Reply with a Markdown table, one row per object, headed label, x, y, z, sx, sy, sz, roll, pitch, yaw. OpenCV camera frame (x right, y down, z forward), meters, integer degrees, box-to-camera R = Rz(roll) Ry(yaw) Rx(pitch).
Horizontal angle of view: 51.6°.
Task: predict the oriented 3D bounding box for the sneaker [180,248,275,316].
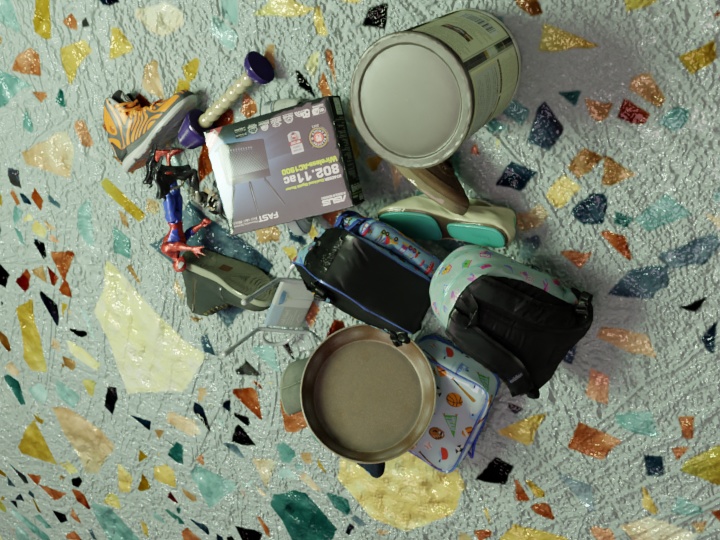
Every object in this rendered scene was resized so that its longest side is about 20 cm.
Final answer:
| label | x | y | z | sx | sy | sz | roll | pitch | yaw |
| --- | --- | --- | --- | --- | --- | --- | --- | --- | --- |
| sneaker | -0.224 | 0.042 | 1.279 | 0.198 | 0.075 | 0.108 | 25 | 129 | 28 |

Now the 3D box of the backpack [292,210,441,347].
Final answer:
| label | x | y | z | sx | sy | sz | roll | pitch | yaw |
| --- | --- | --- | --- | --- | --- | --- | --- | --- | --- |
| backpack | 0.000 | 0.000 | 1.071 | 0.181 | 0.200 | 0.136 | 31 | 87 | -23 |

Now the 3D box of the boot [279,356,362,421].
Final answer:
| label | x | y | z | sx | sy | sz | roll | pitch | yaw |
| --- | --- | --- | --- | --- | --- | --- | --- | --- | --- |
| boot | -0.054 | 0.197 | 1.202 | 0.198 | 0.183 | 0.073 | -22 | 128 | 29 |

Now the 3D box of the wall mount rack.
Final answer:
| label | x | y | z | sx | sy | sz | roll | pitch | yaw |
| --- | --- | --- | --- | --- | --- | --- | --- | --- | --- |
| wall mount rack | -0.129 | 0.073 | 1.182 | 0.202 | 0.171 | 0.075 | -64 | 34 | 35 |

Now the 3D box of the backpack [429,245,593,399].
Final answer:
| label | x | y | z | sx | sy | sz | roll | pitch | yaw |
| --- | --- | --- | --- | --- | --- | --- | --- | --- | --- |
| backpack | 0.185 | 0.057 | 0.978 | 0.198 | 0.127 | 0.168 | 24 | 104 | -24 |

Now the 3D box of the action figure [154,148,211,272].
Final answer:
| label | x | y | z | sx | sy | sz | roll | pitch | yaw |
| --- | --- | --- | --- | --- | --- | --- | --- | --- | --- |
| action figure | -0.286 | -0.096 | 1.225 | 0.097 | 0.065 | 0.204 | 3 | 103 | 17 |

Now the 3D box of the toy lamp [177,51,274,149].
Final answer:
| label | x | y | z | sx | sy | sz | roll | pitch | yaw |
| --- | --- | --- | --- | --- | --- | --- | --- | --- | --- |
| toy lamp | -0.210 | -0.250 | 1.130 | 0.199 | 0.058 | 0.059 | -30 | 97 | 35 |

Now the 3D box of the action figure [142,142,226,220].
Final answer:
| label | x | y | z | sx | sy | sz | roll | pitch | yaw |
| --- | --- | --- | --- | --- | --- | --- | --- | --- | --- |
| action figure | -0.224 | -0.135 | 1.146 | 0.119 | 0.198 | 0.103 | 44 | 114 | 56 |

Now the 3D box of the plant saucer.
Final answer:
| label | x | y | z | sx | sy | sz | roll | pitch | yaw |
| --- | --- | --- | --- | --- | --- | --- | --- | --- | --- |
| plant saucer | 0.011 | 0.179 | 1.083 | 0.199 | 0.201 | 0.035 | 32 | 162 | 11 |

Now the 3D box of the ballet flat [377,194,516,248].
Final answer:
| label | x | y | z | sx | sy | sz | roll | pitch | yaw |
| --- | --- | --- | --- | --- | --- | --- | --- | --- | --- |
| ballet flat | 0.121 | -0.075 | 1.027 | 0.197 | 0.069 | 0.071 | 12 | 119 | 24 |

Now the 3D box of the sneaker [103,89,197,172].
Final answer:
| label | x | y | z | sx | sy | sz | roll | pitch | yaw |
| --- | --- | --- | --- | --- | --- | --- | --- | --- | --- |
| sneaker | -0.351 | -0.253 | 1.195 | 0.199 | 0.077 | 0.113 | -33 | 91 | 32 |

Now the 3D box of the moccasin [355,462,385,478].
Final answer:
| label | x | y | z | sx | sy | sz | roll | pitch | yaw |
| --- | --- | --- | --- | --- | --- | --- | --- | --- | --- |
| moccasin | -0.006 | 0.264 | 1.192 | 0.079 | 0.200 | 0.069 | -21 | 110 | 0 |

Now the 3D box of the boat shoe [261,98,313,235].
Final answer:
| label | x | y | z | sx | sy | sz | roll | pitch | yaw |
| --- | --- | --- | --- | --- | --- | --- | --- | --- | --- |
| boat shoe | -0.082 | -0.154 | 1.103 | 0.085 | 0.075 | 0.205 | -6 | 103 | 18 |

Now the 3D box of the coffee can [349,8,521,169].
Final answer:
| label | x | y | z | sx | sy | sz | roll | pitch | yaw |
| --- | --- | --- | --- | --- | --- | --- | --- | --- | --- |
| coffee can | 0.095 | -0.221 | 0.881 | 0.144 | 0.200 | 0.149 | 12 | 119 | 24 |

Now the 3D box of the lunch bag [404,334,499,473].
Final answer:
| label | x | y | z | sx | sy | sz | roll | pitch | yaw |
| --- | --- | --- | --- | --- | --- | --- | --- | --- | --- |
| lunch bag | 0.124 | 0.213 | 1.160 | 0.159 | 0.076 | 0.202 | 27 | 123 | 13 |

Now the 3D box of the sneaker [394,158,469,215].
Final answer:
| label | x | y | z | sx | sy | sz | roll | pitch | yaw |
| --- | --- | --- | --- | --- | --- | --- | --- | --- | --- |
| sneaker | 0.081 | -0.159 | 0.981 | 0.200 | 0.070 | 0.076 | 46 | 107 | 20 |

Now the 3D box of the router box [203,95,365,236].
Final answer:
| label | x | y | z | sx | sy | sz | roll | pitch | yaw |
| --- | --- | --- | --- | --- | --- | --- | --- | --- | --- |
| router box | -0.106 | -0.144 | 1.039 | 0.197 | 0.062 | 0.152 | -12 | 99 | 17 |
